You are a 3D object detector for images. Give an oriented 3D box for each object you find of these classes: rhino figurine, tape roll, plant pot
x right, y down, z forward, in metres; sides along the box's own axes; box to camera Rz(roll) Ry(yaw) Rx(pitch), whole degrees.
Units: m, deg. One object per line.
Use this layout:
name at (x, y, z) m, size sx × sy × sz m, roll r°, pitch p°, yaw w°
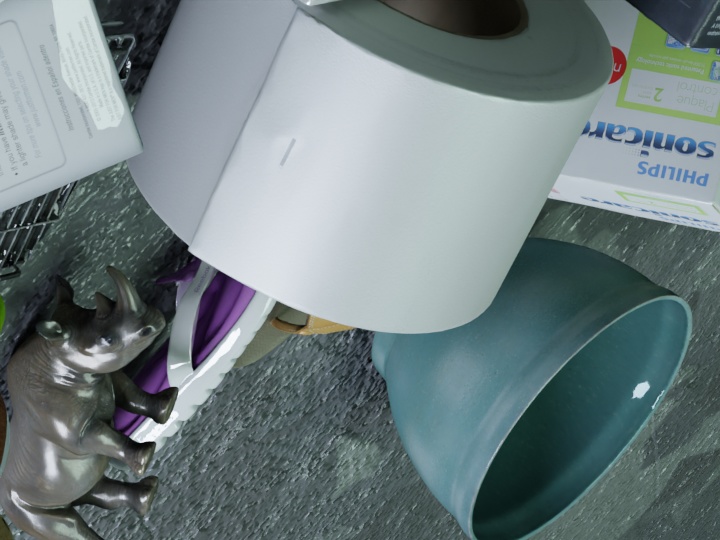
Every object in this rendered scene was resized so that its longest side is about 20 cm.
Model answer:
rhino figurine at (-0.145, 0.073, 1.491) m, size 0.060 × 0.087 × 0.200 m, roll -67°, pitch 174°, yaw -48°
tape roll at (0.003, -0.085, 1.364) m, size 0.203 × 0.203 × 0.139 m, roll -15°, pitch 139°, yaw -51°
plant pot at (0.093, 0.057, 1.796) m, size 0.200 × 0.134 × 0.200 m, roll -39°, pitch 154°, yaw -23°

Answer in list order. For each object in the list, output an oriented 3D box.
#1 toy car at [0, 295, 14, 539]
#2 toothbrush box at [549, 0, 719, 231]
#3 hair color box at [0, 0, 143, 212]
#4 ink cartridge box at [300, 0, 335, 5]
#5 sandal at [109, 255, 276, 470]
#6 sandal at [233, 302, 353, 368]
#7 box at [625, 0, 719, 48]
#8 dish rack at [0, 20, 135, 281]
toy car at (-0.195, 0.128, 1.340) m, size 0.158 × 0.200 × 0.164 m, roll -23°, pitch 145°, yaw -44°
toothbrush box at (0.158, -0.134, 1.535) m, size 0.086 × 0.146 × 0.200 m, roll 26°, pitch 78°, yaw -65°
hair color box at (-0.198, -0.060, 1.133) m, size 0.200 × 0.061 × 0.099 m, roll -24°, pitch 132°, yaw -9°
ink cartridge box at (-0.006, -0.232, 1.241) m, size 0.067 × 0.116 × 0.200 m, roll -16°, pitch 138°, yaw -50°
sandal at (-0.091, 0.025, 1.540) m, size 0.050 × 0.082 × 0.203 m, roll 28°, pitch 108°, yaw -21°
sandal at (0.000, 0.000, 1.619) m, size 0.200 × 0.054 × 0.080 m, roll -32°, pitch 152°, yaw 7°
box at (0.167, -0.244, 1.408) m, size 0.124 × 0.200 × 0.197 m, roll -6°, pitch 132°, yaw -55°
dish rack at (-0.190, -0.055, 1.267) m, size 0.200 × 0.055 × 0.153 m, roll -13°, pitch 139°, yaw -55°
